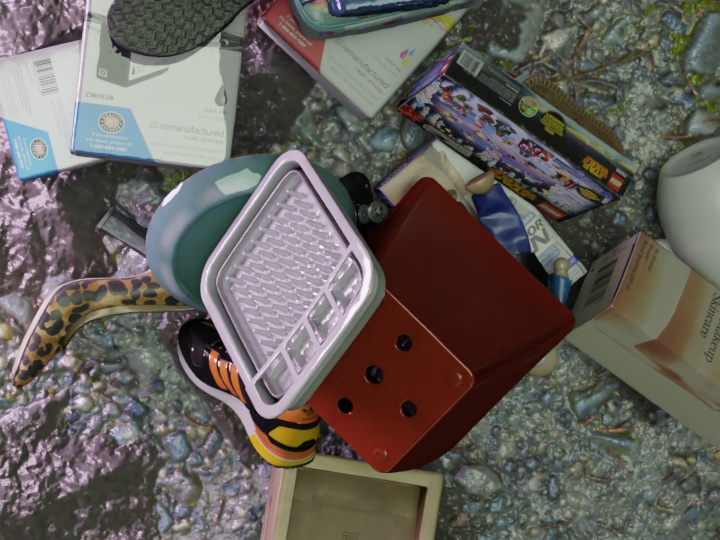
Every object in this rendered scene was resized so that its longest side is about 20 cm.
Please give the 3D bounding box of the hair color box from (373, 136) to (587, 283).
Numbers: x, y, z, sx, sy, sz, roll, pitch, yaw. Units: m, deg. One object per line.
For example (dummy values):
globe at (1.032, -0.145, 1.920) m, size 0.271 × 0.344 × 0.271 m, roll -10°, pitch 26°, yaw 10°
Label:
hair color box at (0.118, -0.041, 1.476) m, size 0.109 × 0.065 × 0.200 m, roll -41°, pitch 95°, yaw -2°

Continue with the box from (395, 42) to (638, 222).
box at (0.141, -0.123, 1.376) m, size 0.200 × 0.137 × 0.040 m, roll 33°, pitch 75°, yaw -10°

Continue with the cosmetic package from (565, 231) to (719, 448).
cosmetic package at (0.308, 0.068, 1.431) m, size 0.200 × 0.087 × 0.104 m, roll 34°, pitch 56°, yaw -12°

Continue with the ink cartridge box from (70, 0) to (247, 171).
ink cartridge box at (-0.182, -0.196, 1.354) m, size 0.144 × 0.084 × 0.201 m, roll 6°, pitch 91°, yaw -10°

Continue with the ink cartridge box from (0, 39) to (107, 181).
ink cartridge box at (-0.241, -0.165, 1.424) m, size 0.199 × 0.068 × 0.116 m, roll -14°, pitch 95°, yaw -7°

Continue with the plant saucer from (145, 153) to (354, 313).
plant saucer at (-0.099, -0.023, 1.384) m, size 0.199 × 0.027 × 0.201 m, roll -9°, pitch 136°, yaw -9°

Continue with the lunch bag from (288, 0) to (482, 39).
lunch bag at (0.016, -0.304, 1.356) m, size 0.199 × 0.077 × 0.161 m, roll -13°, pitch 92°, yaw -3°

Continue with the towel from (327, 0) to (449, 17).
towel at (0.015, -0.321, 1.295) m, size 0.111 × 0.049 × 0.201 m, roll -6°, pitch 86°, yaw -1°

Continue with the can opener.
can opener at (0.000, 0.000, 1.475) m, size 0.063 × 0.078 × 0.201 m, roll -21°, pitch 101°, yaw -43°

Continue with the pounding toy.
pounding toy at (-0.035, 0.283, 1.458) m, size 0.183 × 0.142 × 0.201 m, roll 10°, pitch 82°, yaw -7°

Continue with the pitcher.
pitcher at (0.353, -0.017, 1.486) m, size 0.171 × 0.121 × 0.200 m, roll -25°, pitch 108°, yaw 11°

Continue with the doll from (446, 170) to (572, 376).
doll at (0.134, 0.012, 1.426) m, size 0.136 × 0.048 × 0.201 m, roll -27°, pitch 99°, yaw 5°

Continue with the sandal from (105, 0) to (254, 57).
sandal at (-0.129, -0.244, 1.297) m, size 0.200 × 0.048 × 0.076 m, roll -31°, pitch 94°, yaw -13°

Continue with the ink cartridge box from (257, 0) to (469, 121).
ink cartridge box at (0.019, -0.266, 1.440) m, size 0.148 × 0.086 × 0.200 m, roll 41°, pitch 90°, yaw -6°

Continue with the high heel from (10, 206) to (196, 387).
high heel at (-0.236, 0.056, 1.439) m, size 0.142 × 0.071 × 0.200 m, roll 34°, pitch 84°, yaw -6°

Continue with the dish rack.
dish rack at (-0.054, 0.012, 1.270) m, size 0.043 × 0.200 × 0.172 m, roll 17°, pitch 119°, yaw -40°

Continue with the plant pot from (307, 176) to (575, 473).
plant pot at (0.041, 0.066, 1.342) m, size 0.200 × 0.176 × 0.200 m, roll 45°, pitch 116°, yaw 5°

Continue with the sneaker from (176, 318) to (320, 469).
sneaker at (-0.100, 0.093, 1.407) m, size 0.070 × 0.200 × 0.090 m, roll -15°, pitch 137°, yaw -38°

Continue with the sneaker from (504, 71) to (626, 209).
sneaker at (0.181, -0.135, 1.481) m, size 0.200 × 0.112 × 0.071 m, roll 40°, pitch 78°, yaw -38°
